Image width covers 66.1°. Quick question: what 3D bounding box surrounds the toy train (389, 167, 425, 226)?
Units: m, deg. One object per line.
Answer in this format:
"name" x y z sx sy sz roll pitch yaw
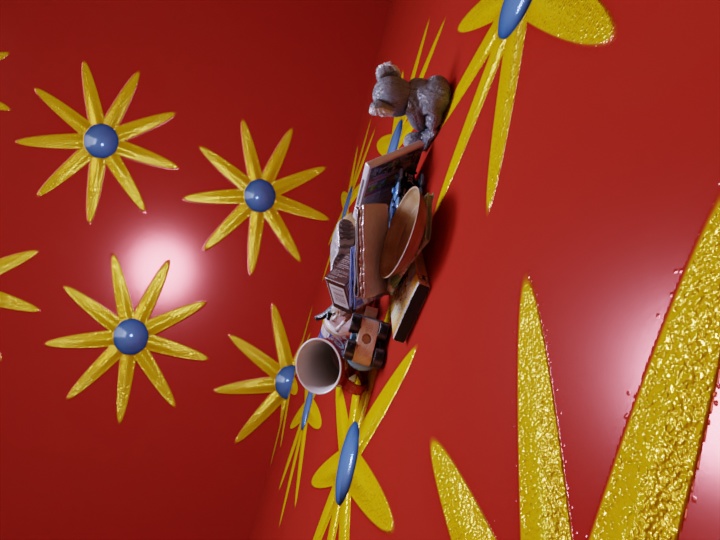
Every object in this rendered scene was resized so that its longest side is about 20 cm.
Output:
"toy train" 0.111 -0.164 1.383 0.116 0.083 0.205 108 172 -48

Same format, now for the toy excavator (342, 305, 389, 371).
"toy excavator" 0.013 0.166 1.418 0.201 0.096 0.201 107 177 -68

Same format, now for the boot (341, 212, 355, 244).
"boot" 0.006 -0.146 1.630 0.179 0.065 0.199 -61 27 2

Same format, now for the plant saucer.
"plant saucer" 0.096 -0.076 1.183 0.200 0.034 0.207 -160 89 -78

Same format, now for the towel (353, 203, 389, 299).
"towel" 0.029 -0.047 1.252 0.190 0.031 0.209 -15 -74 -69

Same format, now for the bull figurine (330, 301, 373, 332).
"bull figurine" -0.026 0.102 1.535 0.123 0.065 0.198 -52 -22 21

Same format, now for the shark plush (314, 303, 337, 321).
"shark plush" -0.044 0.107 1.666 0.199 0.091 0.083 -41 11 5

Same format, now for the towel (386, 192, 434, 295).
"towel" 0.110 -0.058 1.232 0.202 0.023 0.156 123 163 -46

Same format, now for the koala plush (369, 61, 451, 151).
"koala plush" 0.119 -0.443 1.433 0.184 0.193 0.184 135 151 -69

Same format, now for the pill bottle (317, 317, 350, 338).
"pill bottle" -0.091 0.245 1.805 0.112 0.107 0.205 -91 19 -60

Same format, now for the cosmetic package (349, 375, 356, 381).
"cosmetic package" -0.075 0.298 1.661 0.200 0.098 0.077 129 155 -70

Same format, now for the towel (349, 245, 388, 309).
"towel" 0.030 0.003 1.340 0.198 0.023 0.153 -17 -70 -59

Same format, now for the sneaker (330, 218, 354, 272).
"sneaker" -0.053 -0.038 1.586 0.082 0.072 0.208 141 140 -64

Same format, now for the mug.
"mug" -0.060 0.256 1.451 0.131 0.182 0.199 -32 -11 18

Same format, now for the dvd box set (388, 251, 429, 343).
"dvd box set" 0.104 0.042 1.232 0.202 0.028 0.150 -91 20 -60

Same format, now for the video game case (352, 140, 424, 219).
"video game case" 0.072 -0.236 1.451 0.196 0.023 0.185 -28 -29 -32

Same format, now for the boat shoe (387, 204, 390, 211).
"boat shoe" 0.053 -0.141 1.454 0.077 0.073 0.202 -63 -13 -3

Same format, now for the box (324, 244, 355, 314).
"box" 0.000 0.000 1.411 0.200 0.073 0.102 -46 -41 -32
